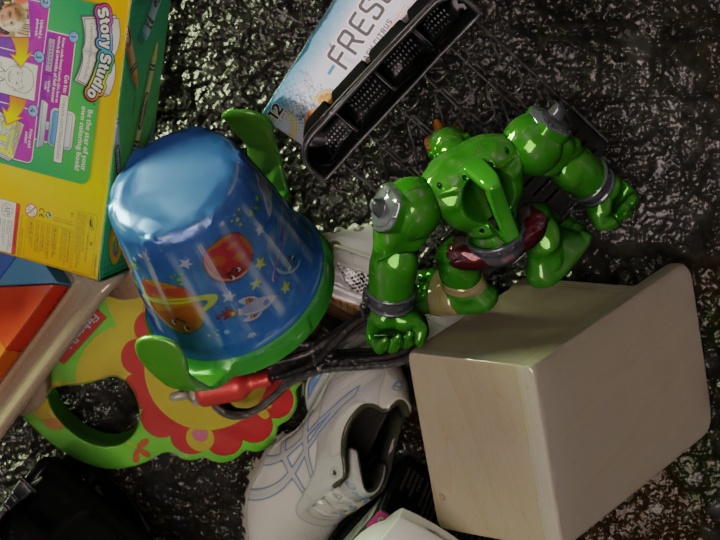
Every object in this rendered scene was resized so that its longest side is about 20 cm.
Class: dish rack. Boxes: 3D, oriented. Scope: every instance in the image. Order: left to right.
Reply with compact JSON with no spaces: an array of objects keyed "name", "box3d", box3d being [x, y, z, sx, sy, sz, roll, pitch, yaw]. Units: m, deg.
[{"name":"dish rack","box3d":[0.070,-0.084,1.409,0.200,0.055,0.153,39,103,-27]}]

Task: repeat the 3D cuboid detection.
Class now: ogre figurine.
[{"name":"ogre figurine","box3d":[0.083,-0.035,1.354,0.198,0.099,0.120,-15,132,5]}]

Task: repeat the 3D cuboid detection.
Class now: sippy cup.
[{"name":"sippy cup","box3d":[-0.100,-0.020,1.380,0.139,0.178,0.131,-26,138,2]}]

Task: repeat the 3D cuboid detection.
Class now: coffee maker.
[{"name":"coffee maker","box3d":[-0.189,0.242,1.500,0.200,0.192,0.135,39,91,-2]}]

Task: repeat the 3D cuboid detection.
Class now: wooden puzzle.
[{"name":"wooden puzzle","box3d":[-0.273,0.011,1.497,0.200,0.037,0.185,-49,57,15]}]

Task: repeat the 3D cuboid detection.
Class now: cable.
[{"name":"cable","box3d":[-0.048,0.067,1.443,0.198,0.050,0.098,1,117,23]}]

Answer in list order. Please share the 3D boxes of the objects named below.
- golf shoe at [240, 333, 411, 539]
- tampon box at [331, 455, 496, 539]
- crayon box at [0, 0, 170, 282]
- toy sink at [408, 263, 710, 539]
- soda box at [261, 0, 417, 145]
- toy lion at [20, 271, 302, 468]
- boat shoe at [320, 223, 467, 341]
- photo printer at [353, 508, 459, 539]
[{"name":"golf shoe","box3d":[-0.023,0.147,1.486,0.078,0.097,0.201,13,111,-27]},{"name":"tampon box","box3d":[0.054,0.264,1.491,0.200,0.126,0.150,40,107,0]},{"name":"crayon box","box3d":[-0.200,-0.105,1.395,0.118,0.058,0.202,15,107,19]},{"name":"toy sink","box3d":[0.137,0.083,1.425,0.111,0.200,0.131,5,114,40]},{"name":"soda box","box3d":[0.014,-0.172,1.429,0.068,0.064,0.201,35,106,1]},{"name":"toy lion","box3d":[-0.145,0.071,1.524,0.192,0.069,0.200,43,107,-9]},{"name":"boat shoe","box3d":[0.000,0.000,1.477,0.199,0.071,0.070,26,80,12]},{"name":"photo printer","box3d":[0.021,0.268,1.395,0.166,0.069,0.200,44,107,-2]}]
